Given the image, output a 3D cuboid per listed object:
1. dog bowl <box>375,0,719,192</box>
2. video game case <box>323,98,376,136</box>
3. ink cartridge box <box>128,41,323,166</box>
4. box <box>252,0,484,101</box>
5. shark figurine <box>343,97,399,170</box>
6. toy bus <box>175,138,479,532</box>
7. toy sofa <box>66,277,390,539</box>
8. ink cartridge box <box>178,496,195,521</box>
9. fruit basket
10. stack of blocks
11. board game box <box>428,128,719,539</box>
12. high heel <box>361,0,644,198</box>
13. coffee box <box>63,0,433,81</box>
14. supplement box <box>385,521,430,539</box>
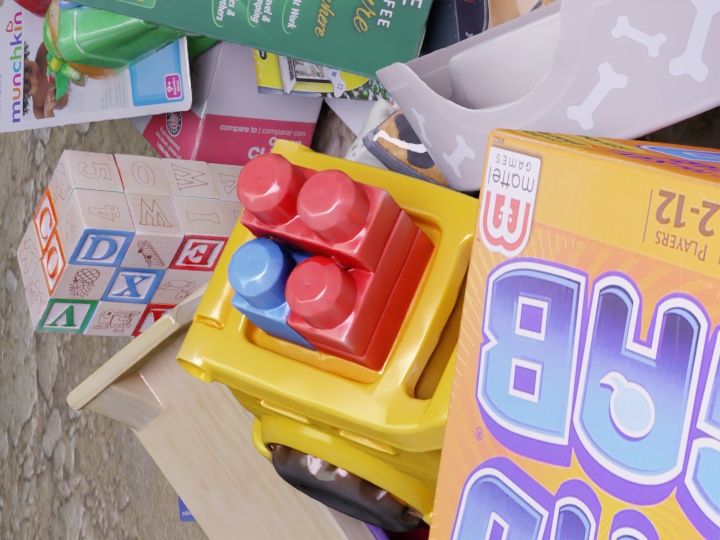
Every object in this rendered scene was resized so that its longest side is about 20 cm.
[{"bbox_3d":[0.107,-0.088,0.692,0.200,0.199,0.059,-14,99,59],"label":"dog bowl"},{"bbox_3d":[0.001,-0.203,1.048,0.182,0.023,0.201,50,129,50],"label":"video game case"},{"bbox_3d":[-0.074,-0.169,1.071,0.145,0.083,0.201,47,127,51],"label":"ink cartridge box"},{"bbox_3d":[-0.004,-0.188,0.920,0.136,0.038,0.201,8,116,33],"label":"box"},{"bbox_3d":[-0.011,0.019,0.874,0.215,0.089,0.128,-54,8,26],"label":"shark figurine"},{"bbox_3d":[0.032,0.024,0.679,0.199,0.192,0.136,18,75,27],"label":"toy bus"},{"bbox_3d":[-0.036,0.102,0.838,0.083,0.097,0.201,-37,86,33],"label":"toy sofa"},{"bbox_3d":[-0.081,0.060,1.145,0.119,0.042,0.202,-17,70,58],"label":"ink cartridge box"},{"bbox_3d":[-0.167,-0.179,1.030,0.199,0.093,0.187,0,88,39],"label":"fruit basket"},{"bbox_3d":[-0.088,-0.001,1.004,0.115,0.199,0.059,-57,42,39],"label":"stack of blocks"},{"bbox_3d":[0.160,0.074,0.564,0.199,0.199,0.202,22,106,58],"label":"board game box"},{"bbox_3d":[0.052,-0.122,0.829,0.071,0.142,0.201,-48,47,50],"label":"high heel"},{"bbox_3d":[-0.055,-0.171,0.854,0.044,0.199,0.124,-82,5,-57],"label":"coffee box"},{"bbox_3d":[0.055,0.068,0.886,0.109,0.061,0.202,-4,84,59],"label":"supplement box"}]
